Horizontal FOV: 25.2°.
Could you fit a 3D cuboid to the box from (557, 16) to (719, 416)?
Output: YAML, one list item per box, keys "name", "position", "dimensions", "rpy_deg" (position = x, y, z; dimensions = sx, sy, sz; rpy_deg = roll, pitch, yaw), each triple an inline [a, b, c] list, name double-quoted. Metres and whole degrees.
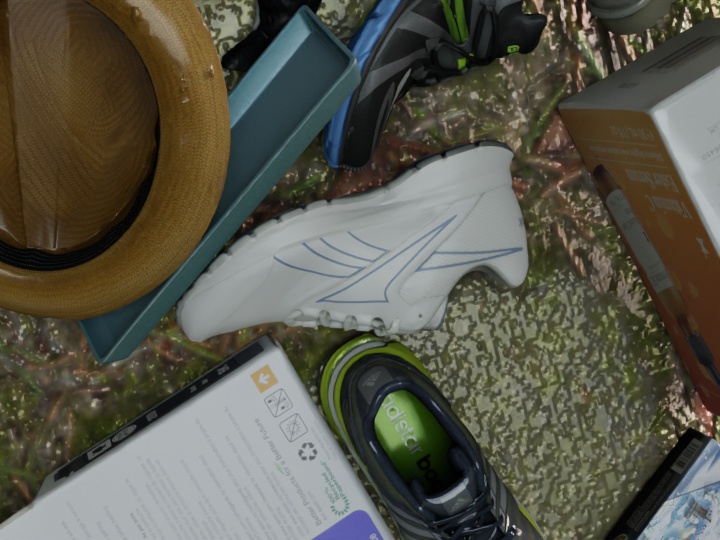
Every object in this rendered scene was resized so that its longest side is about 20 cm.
- name: "box"
  position: [0.210, -0.023, 0.843]
  dimensions: [0.106, 0.152, 0.201]
  rpy_deg: [-29, 100, -7]

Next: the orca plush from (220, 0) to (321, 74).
- name: "orca plush"
  position: [-0.046, -0.202, 0.819]
  dimensions: [0.104, 0.071, 0.202]
  rpy_deg: [11, 94, -11]

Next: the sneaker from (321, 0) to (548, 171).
- name: "sneaker"
  position: [0.051, -0.130, 0.844]
  dimensions: [0.083, 0.071, 0.200]
  rpy_deg: [40, 85, -5]

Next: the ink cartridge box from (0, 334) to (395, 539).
- name: "ink cartridge box"
  position: [-0.080, 0.172, 0.866]
  dimensions: [0.199, 0.043, 0.199]
  rpy_deg: [-32, 100, -8]

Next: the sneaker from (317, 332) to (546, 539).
- name: "sneaker"
  position: [0.047, 0.127, 0.865]
  dimensions: [0.074, 0.081, 0.201]
  rpy_deg: [-38, 100, -3]

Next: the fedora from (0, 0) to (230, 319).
- name: "fedora"
  position: [-0.152, -0.079, 0.796]
  dimensions: [0.198, 0.082, 0.203]
  rpy_deg: [1, 111, 2]

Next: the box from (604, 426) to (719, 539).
- name: "box"
  position: [0.183, 0.211, 0.920]
  dimensions: [0.137, 0.040, 0.201]
  rpy_deg: [38, 88, -10]

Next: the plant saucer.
- name: "plant saucer"
  position: [-0.075, -0.041, 0.821]
  dimensions: [0.200, 0.070, 0.019]
  rpy_deg: [-48, 130, 8]

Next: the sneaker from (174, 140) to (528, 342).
- name: "sneaker"
  position: [0.000, 0.000, 0.842]
  dimensions: [0.198, 0.075, 0.088]
  rpy_deg: [-21, 89, -6]

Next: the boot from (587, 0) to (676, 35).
- name: "boot"
  position: [0.117, -0.239, 0.793]
  dimensions: [0.200, 0.072, 0.183]
  rpy_deg: [42, 64, -34]
